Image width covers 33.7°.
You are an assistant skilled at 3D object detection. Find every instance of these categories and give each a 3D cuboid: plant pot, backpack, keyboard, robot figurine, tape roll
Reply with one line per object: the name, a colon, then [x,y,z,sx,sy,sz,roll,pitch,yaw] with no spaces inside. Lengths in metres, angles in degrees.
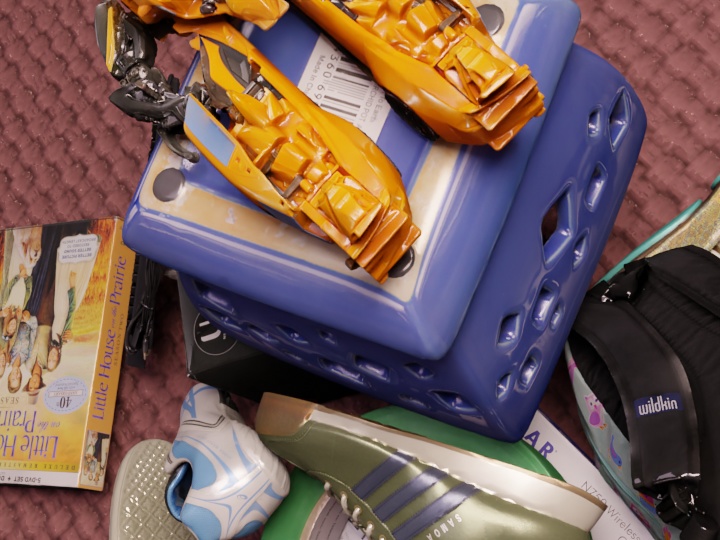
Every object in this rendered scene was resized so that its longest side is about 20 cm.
plant pot: [0.012,-0.048,0.592,0.199,0.180,0.201,19,80,23]
backpack: [0.189,0.080,0.637,0.166,0.127,0.200,-21,36,-12]
keyboard: [-0.145,-0.021,0.815,0.127,0.020,0.202,-106,25,-59]
robot figurine: [-0.028,-0.098,0.489,0.145,0.058,0.200,-46,66,-1]
tape roll: [0.037,0.180,0.695,0.199,0.048,0.202,-7,71,22]

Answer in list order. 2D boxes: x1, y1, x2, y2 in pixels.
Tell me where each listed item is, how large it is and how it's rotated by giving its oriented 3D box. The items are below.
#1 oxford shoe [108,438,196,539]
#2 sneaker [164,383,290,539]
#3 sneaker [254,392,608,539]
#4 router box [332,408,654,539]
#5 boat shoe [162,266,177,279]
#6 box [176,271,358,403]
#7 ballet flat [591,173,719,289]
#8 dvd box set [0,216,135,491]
oxford shoe: [-0.139,0.215,0.811,0.058,0.075,0.202,-40,54,49]
sneaker: [-0.097,0.120,0.756,0.072,0.200,0.072,-33,100,-10]
sneaker: [0.025,0.135,0.640,0.198,0.067,0.091,16,80,14]
router box: [0.083,0.183,0.730,0.180,0.049,0.200,-48,62,4]
boat shoe: [-0.091,-0.083,0.847,0.073,0.065,0.202,21,99,38]
box: [0.000,0.000,0.763,0.198,0.148,0.125,-16,69,16]
ballet flat: [0.226,-0.028,0.726,0.200,0.071,0.071,-45,63,5]
dvd box set: [-0.242,0.063,0.905,0.145,0.029,0.202,-3,73,33]
